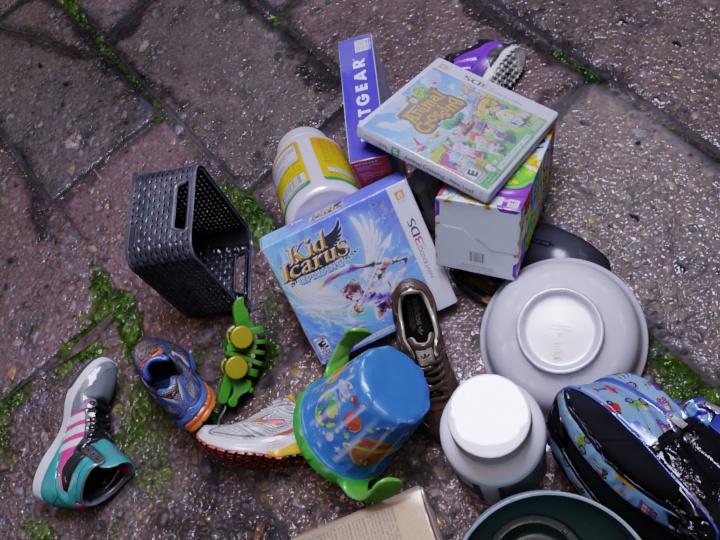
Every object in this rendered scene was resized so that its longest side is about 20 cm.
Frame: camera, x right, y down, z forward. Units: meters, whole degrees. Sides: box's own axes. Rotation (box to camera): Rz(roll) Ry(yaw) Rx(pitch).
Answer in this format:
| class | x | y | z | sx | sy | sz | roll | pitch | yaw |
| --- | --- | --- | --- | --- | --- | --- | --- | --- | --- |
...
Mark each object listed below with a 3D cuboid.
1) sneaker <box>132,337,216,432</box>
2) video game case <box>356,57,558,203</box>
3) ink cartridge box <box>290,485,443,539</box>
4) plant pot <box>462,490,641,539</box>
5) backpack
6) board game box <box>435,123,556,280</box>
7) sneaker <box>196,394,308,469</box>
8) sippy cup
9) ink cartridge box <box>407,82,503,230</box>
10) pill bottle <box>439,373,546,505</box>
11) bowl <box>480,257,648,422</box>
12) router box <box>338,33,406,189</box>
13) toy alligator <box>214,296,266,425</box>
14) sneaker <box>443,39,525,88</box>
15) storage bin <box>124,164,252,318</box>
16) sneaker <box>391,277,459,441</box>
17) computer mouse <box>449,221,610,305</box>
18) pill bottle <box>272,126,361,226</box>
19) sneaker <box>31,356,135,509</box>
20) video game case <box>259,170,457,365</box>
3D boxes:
| class | x | y | z | sx | sy | sz | roll | pitch | yaw |
| --- | --- | --- | --- | --- | --- | --- | --- | --- | --- |
| sneaker | -0.258 | 0.132 | 0.966 | 0.075 | 0.079 | 0.199 | -47 | 38 | -14 |
| video game case | 0.122 | -0.179 | 0.891 | 0.181 | 0.022 | 0.200 | 30 | 51 | 18 |
| ink cartridge box | 0.030 | 0.366 | 0.797 | 0.163 | 0.075 | 0.202 | -21 | 61 | 3 |
| plant pot | 0.184 | 0.314 | 0.729 | 0.197 | 0.134 | 0.203 | -1 | 83 | 6 |
| backpack | 0.292 | 0.194 | 0.748 | 0.134 | 0.184 | 0.200 | -28 | 55 | -19 |
| board game box | 0.173 | -0.099 | 0.917 | 0.104 | 0.104 | 0.201 | 12 | 43 | 20 |
| sneaker | -0.108 | 0.203 | 0.920 | 0.197 | 0.078 | 0.083 | -2 | 60 | 4 |
| sippy cup | 0.009 | 0.158 | 0.838 | 0.178 | 0.130 | 0.139 | 51 | 40 | 10 |
| ink cartridge box | 0.136 | -0.160 | 1.004 | 0.037 | 0.095 | 0.201 | 32 | 77 | 30 |
| pill bottle | 0.143 | 0.181 | 0.781 | 0.109 | 0.200 | 0.112 | -6 | 63 | 11 |
| bowl | 0.232 | 0.074 | 0.847 | 0.198 | 0.090 | 0.204 | -4 | 76 | 17 |
| router box | 0.022 | -0.183 | 1.000 | 0.048 | 0.180 | 0.202 | -11 | 63 | 11 |
| toy alligator | -0.159 | 0.138 | 0.973 | 0.054 | 0.059 | 0.203 | 11 | 83 | -16 |
| sneaker | 0.143 | -0.269 | 1.077 | 0.200 | 0.070 | 0.099 | -43 | 55 | -11 |
| storage bin | -0.224 | -0.033 | 0.985 | 0.092 | 0.200 | 0.137 | -8 | 63 | 12 |
| sneaker | 0.073 | 0.109 | 0.874 | 0.070 | 0.076 | 0.203 | -16 | 85 | 8 |
| computer mouse | 0.210 | -0.009 | 0.940 | 0.199 | 0.046 | 0.141 | 29 | 74 | 25 |
| pill bottle | -0.062 | -0.117 | 1.008 | 0.112 | 0.113 | 0.201 | -25 | 39 | 2 |
| sneaker | -0.344 | 0.222 | 0.962 | 0.119 | 0.084 | 0.202 | 13 | 77 | 26 |
| video game case | 0.000 | 0.000 | 0.926 | 0.198 | 0.183 | 0.046 | -25 | 22 | 2 |
